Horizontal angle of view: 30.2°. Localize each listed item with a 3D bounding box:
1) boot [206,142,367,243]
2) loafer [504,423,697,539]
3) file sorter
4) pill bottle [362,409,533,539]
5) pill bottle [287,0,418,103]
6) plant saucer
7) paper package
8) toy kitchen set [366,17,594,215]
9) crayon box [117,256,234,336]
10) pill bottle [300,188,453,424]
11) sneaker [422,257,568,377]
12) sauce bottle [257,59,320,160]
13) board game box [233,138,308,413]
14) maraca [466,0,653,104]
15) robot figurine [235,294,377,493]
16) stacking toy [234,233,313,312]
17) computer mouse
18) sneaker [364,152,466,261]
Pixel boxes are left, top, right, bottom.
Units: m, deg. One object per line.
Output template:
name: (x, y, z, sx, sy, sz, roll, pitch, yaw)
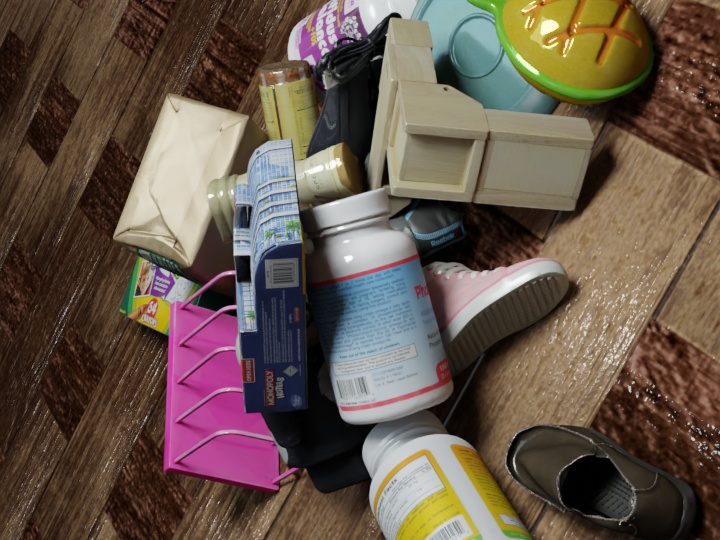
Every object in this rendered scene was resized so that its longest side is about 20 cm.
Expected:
boot: (-0.070, -0.068, 1.383, 0.155, 0.200, 0.073, -15, 80, 6)
loafer: (0.184, 0.166, 1.098, 0.200, 0.071, 0.073, 12, 83, 54)
file sorter: (-0.121, 0.118, 1.455, 0.125, 0.139, 0.200, -35, 47, 45)
pill bottle: (0.074, 0.217, 1.183, 0.111, 0.111, 0.200, -55, 38, 19)
pill bottle: (0.017, -0.271, 1.502, 0.200, 0.112, 0.113, -24, 55, 45)
plant saucer: (0.122, -0.226, 1.346, 0.200, 0.027, 0.201, 1, 91, 35)
paper package: (-0.176, -0.083, 1.539, 0.103, 0.200, 0.191, 18, 83, 14)
toy kitchen set: (0.105, -0.120, 1.303, 0.200, 0.180, 0.163, -95, 12, -51)
crayon box: (-0.223, -0.001, 1.727, 0.200, 0.058, 0.173, 16, 86, 54)
pill bottle: (0.010, 0.031, 1.220, 0.109, 0.109, 0.200, -10, 96, 50)
sneaker: (0.108, 0.018, 1.268, 0.200, 0.075, 0.105, -41, 49, 39)
sauce bottle: (-0.072, -0.137, 1.522, 0.066, 0.066, 0.200, 22, 125, 54)
board game box: (-0.086, -0.010, 1.226, 0.200, 0.062, 0.200, -100, 9, -49)
maraca: (0.185, -0.231, 1.239, 0.200, 0.137, 0.107, 51, 152, 25)
robot figurine: (-0.043, 0.117, 1.332, 0.200, 0.125, 0.150, 65, 172, -3)
stacking toy: (-0.090, -0.001, 1.525, 0.200, 0.085, 0.086, -52, 37, 44)
computer mouse: (-0.006, -0.169, 1.429, 0.053, 0.138, 0.200, 37, 140, 17)
sneaker: (0.056, -0.070, 1.403, 0.082, 0.073, 0.200, -19, 36, 1)
